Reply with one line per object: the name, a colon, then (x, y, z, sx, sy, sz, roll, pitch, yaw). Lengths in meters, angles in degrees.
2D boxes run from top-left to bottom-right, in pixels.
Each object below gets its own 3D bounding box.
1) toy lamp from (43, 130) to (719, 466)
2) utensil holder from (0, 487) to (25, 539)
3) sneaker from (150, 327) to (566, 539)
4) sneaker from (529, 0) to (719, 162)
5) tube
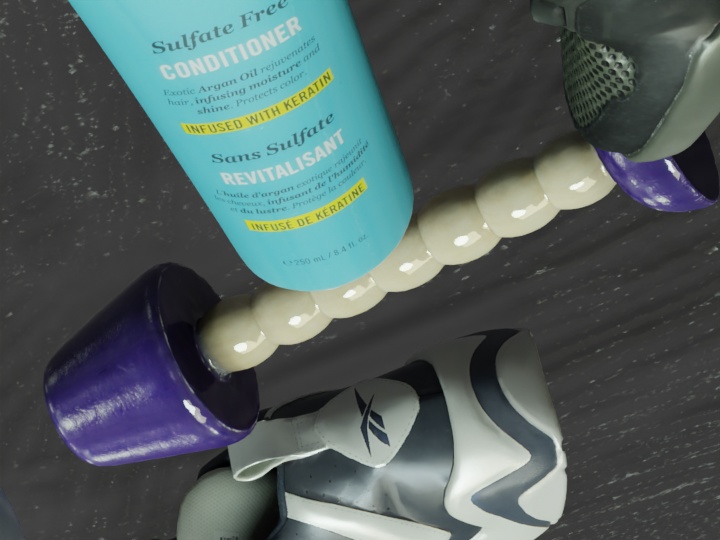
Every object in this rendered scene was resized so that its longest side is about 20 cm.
toy lamp: (0.000, 0.000, 0.805, 0.200, 0.058, 0.058, -28, 149, 20)
utensil holder: (-0.200, 0.080, 0.741, 0.170, 0.170, 0.200, -23, 152, 15)
sneaker: (-0.005, 0.099, 0.955, 0.129, 0.080, 0.199, -9, 151, -8)
sneaker: (0.037, -0.094, 0.636, 0.114, 0.076, 0.200, -9, 148, -6)
tube: (-0.035, -0.066, 0.689, 0.077, 0.050, 0.200, -24, 146, 2)
